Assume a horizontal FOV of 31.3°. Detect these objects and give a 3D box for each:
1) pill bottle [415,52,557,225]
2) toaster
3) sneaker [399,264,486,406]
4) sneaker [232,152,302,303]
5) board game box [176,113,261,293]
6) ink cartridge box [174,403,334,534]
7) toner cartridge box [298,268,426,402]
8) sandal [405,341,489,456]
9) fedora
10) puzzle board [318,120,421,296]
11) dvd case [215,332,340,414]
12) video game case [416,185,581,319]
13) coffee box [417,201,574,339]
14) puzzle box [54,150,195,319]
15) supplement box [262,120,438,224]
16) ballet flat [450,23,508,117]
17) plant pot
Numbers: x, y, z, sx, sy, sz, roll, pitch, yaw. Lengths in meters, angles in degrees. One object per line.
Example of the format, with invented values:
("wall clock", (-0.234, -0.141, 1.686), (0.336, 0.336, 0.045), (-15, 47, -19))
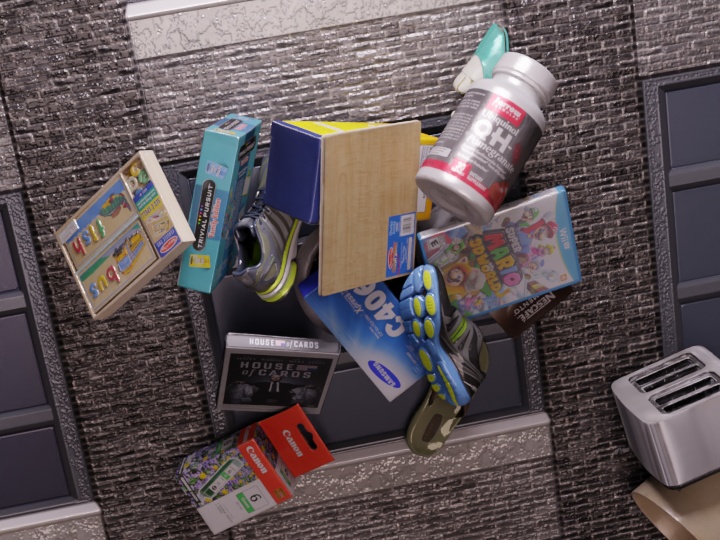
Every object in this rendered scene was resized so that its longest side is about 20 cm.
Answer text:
("pill bottle", (0.162, -0.167, 1.599), (0.110, 0.111, 0.201), (34, 80, -16))
("toaster", (0.459, 0.208, 1.806), (0.199, 0.181, 0.119), (-23, 106, -1))
("sneaker", (0.110, 0.077, 1.661), (0.083, 0.070, 0.201), (-38, 118, -34))
("sneaker", (-0.120, -0.064, 1.654), (0.081, 0.073, 0.202), (25, 61, -49))
("board game box", (-0.179, -0.089, 1.638), (0.047, 0.151, 0.202), (13, 105, 3))
("ink cartridge box", (-0.147, 0.277, 1.791), (0.199, 0.050, 0.109), (-27, 109, 15))
("toner cartridge box", (0.015, 0.069, 1.678), (0.095, 0.043, 0.200), (-38, 115, 3))
("sandal", (0.128, 0.180, 1.813), (0.079, 0.057, 0.202), (18, 104, -13))
("fedora", (0.000, 0.000, 1.723), (0.198, 0.090, 0.178), (13, 106, -19))
("puzzle board", (0.009, -0.078, 1.580), (0.150, 0.017, 0.202), (-14, 115, -37))
("dvd case", (-0.114, 0.142, 1.719), (0.149, 0.025, 0.200), (4, 151, -8))
("video game case", (0.183, -0.016, 1.669), (0.198, 0.018, 0.144), (-18, 120, -3))
("coffee box", (0.183, -0.018, 1.726), (0.113, 0.080, 0.200), (-40, 120, 7))
("puzzle box", (-0.301, -0.042, 1.625), (0.200, 0.025, 0.134), (-38, 74, 33))
("supplement box", (-0.010, -0.126, 1.630), (0.199, 0.109, 0.110), (-3, 109, -38))
("ballet flat", (0.155, -0.221, 1.687), (0.070, 0.067, 0.202), (-5, 109, -15))
("plant pot", (0.531, 0.316, 1.861), (0.200, 0.187, 0.188), (-45, 108, -8))
